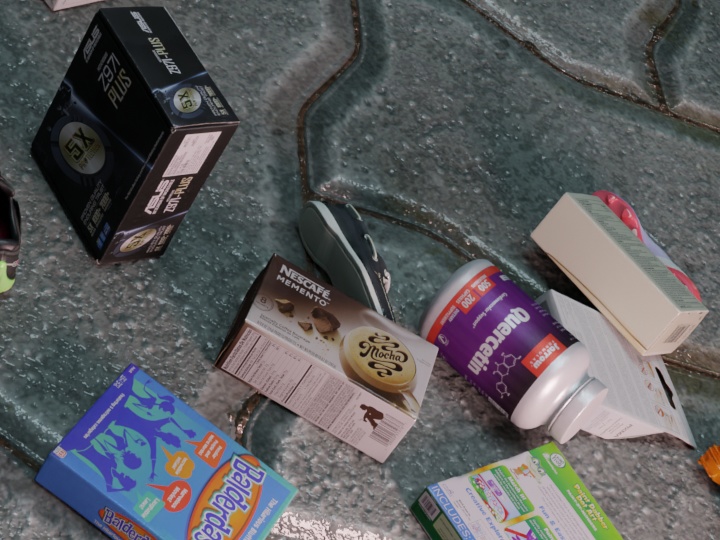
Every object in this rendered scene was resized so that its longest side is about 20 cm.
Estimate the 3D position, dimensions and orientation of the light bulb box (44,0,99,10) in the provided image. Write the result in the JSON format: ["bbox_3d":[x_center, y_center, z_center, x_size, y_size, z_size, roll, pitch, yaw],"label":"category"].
[{"bbox_3d":[-0.277,-0.420,2.113,0.125,0.199,0.199,50,40,15],"label":"light bulb box"}]

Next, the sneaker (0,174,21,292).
[{"bbox_3d":[-0.361,-0.073,1.788,0.076,0.084,0.201,1,50,-36],"label":"sneaker"}]

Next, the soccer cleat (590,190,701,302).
[{"bbox_3d":[0.344,-0.014,2.272,0.200,0.067,0.076,51,10,27],"label":"soccer cleat"}]

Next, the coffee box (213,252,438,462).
[{"bbox_3d":[-0.033,0.087,1.866,0.199,0.080,0.113,30,40,-6],"label":"coffee box"}]

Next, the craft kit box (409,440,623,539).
[{"bbox_3d":[0.177,0.280,1.853,0.196,0.049,0.201,-14,59,-41],"label":"craft kit box"}]

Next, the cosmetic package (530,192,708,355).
[{"bbox_3d":[0.303,0.003,2.174,0.200,0.073,0.103,48,21,23],"label":"cosmetic package"}]

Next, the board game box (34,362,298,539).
[{"bbox_3d":[-0.173,0.194,1.684,0.199,0.045,0.152,37,38,1],"label":"board game box"}]

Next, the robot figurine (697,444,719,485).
[{"bbox_3d":[0.481,0.245,2.096,0.198,0.058,0.146,3,49,-33],"label":"robot figurine"}]

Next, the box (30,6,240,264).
[{"bbox_3d":[-0.229,-0.135,1.854,0.086,0.201,0.165,-9,56,-42],"label":"box"}]

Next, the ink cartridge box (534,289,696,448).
[{"bbox_3d":[0.285,0.123,2.107,0.199,0.047,0.161,25,36,-39],"label":"ink cartridge box"}]

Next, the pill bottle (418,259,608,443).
[{"bbox_3d":[0.164,0.088,1.972,0.200,0.113,0.112,41,39,16],"label":"pill bottle"}]

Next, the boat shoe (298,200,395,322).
[{"bbox_3d":[0.000,0.000,1.985,0.060,0.076,0.201,-5,54,-31],"label":"boat shoe"}]
